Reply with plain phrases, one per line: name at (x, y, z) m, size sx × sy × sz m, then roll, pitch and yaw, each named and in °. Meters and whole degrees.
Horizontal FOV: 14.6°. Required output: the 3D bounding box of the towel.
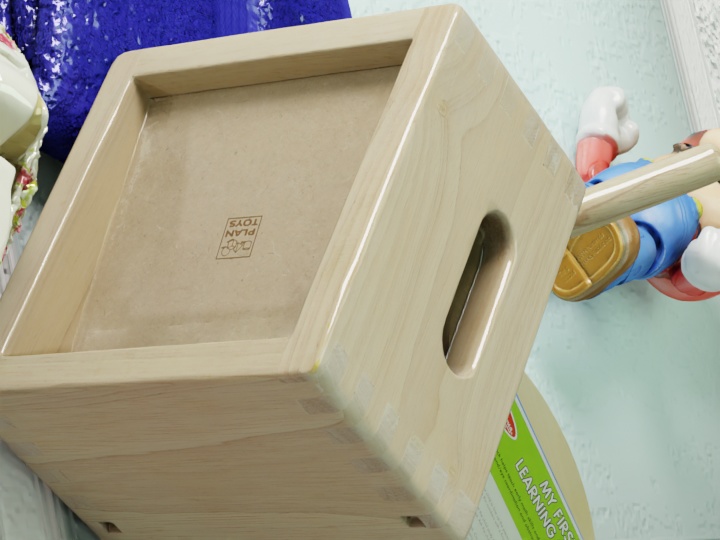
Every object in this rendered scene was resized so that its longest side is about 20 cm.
towel at (-0.068, -0.093, 1.112) m, size 0.200 × 0.049 × 0.149 m, roll 25°, pitch 53°, yaw -51°

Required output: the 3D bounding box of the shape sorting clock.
shape sorting clock at (0.037, 0.117, 1.175) m, size 0.199 × 0.039 × 0.201 m, roll 15°, pitch 69°, yaw -44°

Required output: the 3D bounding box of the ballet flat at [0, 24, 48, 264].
ballet flat at (-0.134, -0.030, 0.939) m, size 0.075 × 0.064 × 0.201 m, roll 32°, pitch 41°, yaw -28°

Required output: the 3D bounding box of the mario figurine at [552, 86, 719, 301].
mario figurine at (0.147, -0.042, 1.378) m, size 0.200 × 0.106 × 0.124 m, roll -7°, pitch 78°, yaw -57°

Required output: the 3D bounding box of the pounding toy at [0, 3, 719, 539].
pounding toy at (0.000, 0.000, 0.999) m, size 0.142 × 0.183 × 0.201 m, roll 51°, pitch 48°, yaw -38°
